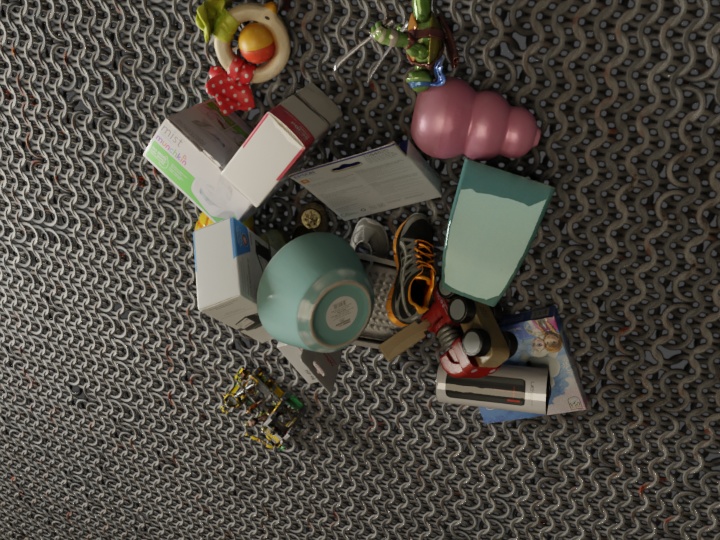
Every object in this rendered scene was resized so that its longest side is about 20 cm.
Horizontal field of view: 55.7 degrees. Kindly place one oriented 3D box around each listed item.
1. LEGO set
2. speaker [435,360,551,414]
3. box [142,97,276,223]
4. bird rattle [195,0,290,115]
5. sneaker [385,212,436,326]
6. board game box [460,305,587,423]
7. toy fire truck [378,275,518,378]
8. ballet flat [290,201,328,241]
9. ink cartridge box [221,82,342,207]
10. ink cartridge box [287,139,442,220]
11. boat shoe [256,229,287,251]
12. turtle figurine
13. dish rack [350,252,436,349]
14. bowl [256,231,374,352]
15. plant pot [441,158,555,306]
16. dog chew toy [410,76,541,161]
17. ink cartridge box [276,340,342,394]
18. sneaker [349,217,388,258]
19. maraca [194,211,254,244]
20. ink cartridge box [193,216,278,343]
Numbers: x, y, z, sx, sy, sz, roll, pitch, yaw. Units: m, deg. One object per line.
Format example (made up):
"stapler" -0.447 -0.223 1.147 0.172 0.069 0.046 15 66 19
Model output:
"LEGO set" -0.221 0.316 1.478 0.153 0.116 0.200 -36 99 31
"speaker" 0.239 0.207 1.225 0.197 0.081 0.082 4 117 20
"box" -0.243 -0.190 1.202 0.200 0.177 0.097 43 122 -5
"bird rattle" -0.197 -0.369 1.146 0.161 0.113 0.202 -10 115 7
"sneaker" 0.100 -0.004 1.175 0.077 0.203 0.077 15 164 -27
"board game box" 0.293 0.180 1.262 0.198 0.043 0.201 -16 110 27
"toy fire truck" 0.146 0.121 1.203 0.200 0.128 0.177 -48 50 36
"ballet flat" -0.113 -0.039 1.303 0.067 0.046 0.201 28 122 6
"ink cartridge box" -0.124 -0.213 1.132 0.083 0.200 0.146 42 122 -6
"ink cartridge box" 0.011 -0.156 1.131 0.197 0.200 0.041 -12 67 24
"boat shoe" -0.204 0.009 1.337 0.074 0.066 0.202 39 124 35
"turtle figurine" 0.052 -0.374 1.014 0.199 0.143 0.197 20 105 41
"dish rack" 0.029 0.055 1.239 0.198 0.044 0.173 13 106 -27
"bowl" -0.056 0.050 1.094 0.105 0.199 0.203 34 134 51
"plant pot" 0.205 -0.055 1.082 0.140 0.141 0.202 19 98 10
"dog chew toy" 0.180 -0.227 1.062 0.197 0.125 0.126 13 119 5
"ink cartridge box" -0.088 0.125 1.271 0.066 0.201 0.116 -16 129 26
"sneaker" 0.000 0.000 1.259 0.074 0.082 0.202 19 120 10
"maraca" -0.270 -0.061 1.308 0.106 0.138 0.200 24 134 -22
"ink cartridge box" -0.193 0.021 1.169 0.083 0.200 0.147 -19 63 16
